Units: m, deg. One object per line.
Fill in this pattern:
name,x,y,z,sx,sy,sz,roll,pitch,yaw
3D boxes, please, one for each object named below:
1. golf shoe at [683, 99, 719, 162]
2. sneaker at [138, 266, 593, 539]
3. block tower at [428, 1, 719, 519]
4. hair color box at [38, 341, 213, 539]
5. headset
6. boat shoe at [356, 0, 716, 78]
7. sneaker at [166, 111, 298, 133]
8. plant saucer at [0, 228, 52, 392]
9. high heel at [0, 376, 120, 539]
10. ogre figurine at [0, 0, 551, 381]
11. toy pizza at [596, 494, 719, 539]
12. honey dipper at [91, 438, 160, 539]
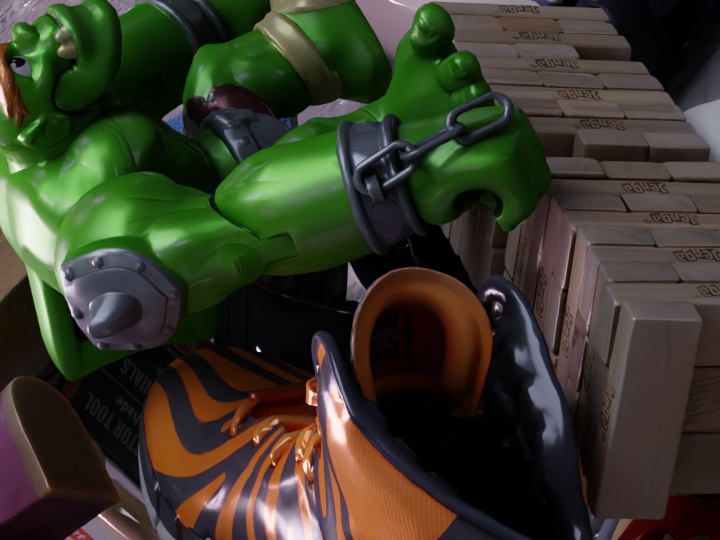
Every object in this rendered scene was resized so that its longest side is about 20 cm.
golf shoe,0.134,-0.055,0.710,0.078,0.095,0.200,-26,10,-28
sneaker,0.005,0.040,0.692,0.077,0.112,0.200,-19,33,-26
block tower,0.062,-0.009,0.728,0.200,0.058,0.054,-112,25,-62
hair color box,-0.113,0.073,0.916,0.200,0.102,0.061,-16,37,44
headset,0.000,0.000,0.857,0.123,0.094,0.200,-9,26,-26
boat shoe,0.054,-0.105,0.962,0.093,0.075,0.200,-44,34,-10
sneaker,-0.105,-0.010,1.031,0.200,0.089,0.079,-39,29,15
plant saucer,-0.142,0.022,0.865,0.200,0.035,0.200,-33,20,14
high heel,-0.085,0.132,0.735,0.096,0.067,0.201,-38,54,22
ogre figurine,-0.039,-0.032,0.743,0.120,0.098,0.200,-27,46,-13
toy pizza,0.122,0.054,0.674,0.200,0.032,0.201,-35,29,23
honey dipper,-0.025,0.095,0.747,0.200,0.038,0.038,33,80,41
